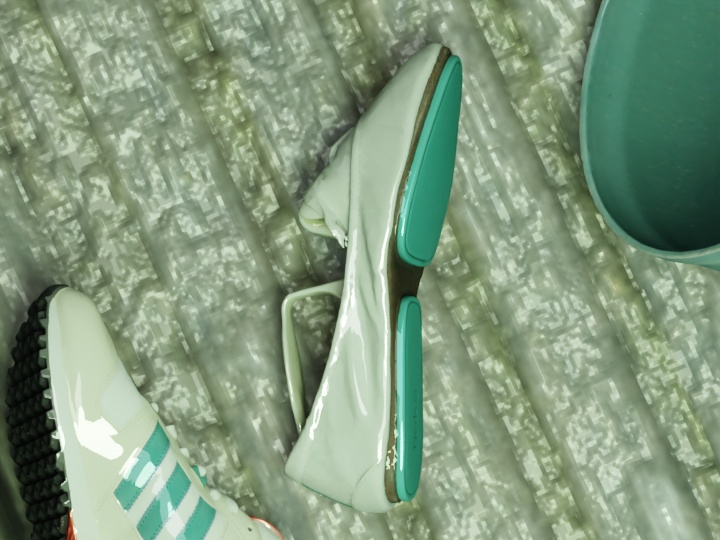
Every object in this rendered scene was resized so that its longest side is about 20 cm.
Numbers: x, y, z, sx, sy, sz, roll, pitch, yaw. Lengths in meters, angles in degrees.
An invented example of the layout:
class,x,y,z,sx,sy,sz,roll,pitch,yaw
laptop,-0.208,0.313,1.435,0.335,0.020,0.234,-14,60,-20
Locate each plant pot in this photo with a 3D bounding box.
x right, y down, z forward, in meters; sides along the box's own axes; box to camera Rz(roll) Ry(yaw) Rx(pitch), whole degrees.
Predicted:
class,x,y,z,sx,sy,sz,roll,pitch,yaw
plant pot,0.203,-0.079,1.116,0.134,0.200,0.201,21,82,-29

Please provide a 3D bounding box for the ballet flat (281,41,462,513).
class,x,y,z,sx,sy,sz,roll,pitch,yaw
ballet flat,0.000,0.000,1.146,0.069,0.069,0.201,7,84,-4

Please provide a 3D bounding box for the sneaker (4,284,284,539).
class,x,y,z,sx,sy,sz,roll,pitch,yaw
sneaker,-0.085,0.101,1.131,0.093,0.070,0.201,-11,83,-23
